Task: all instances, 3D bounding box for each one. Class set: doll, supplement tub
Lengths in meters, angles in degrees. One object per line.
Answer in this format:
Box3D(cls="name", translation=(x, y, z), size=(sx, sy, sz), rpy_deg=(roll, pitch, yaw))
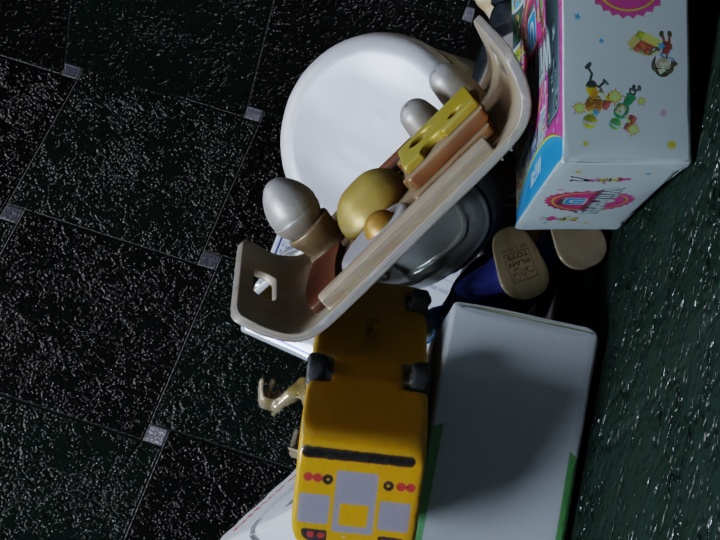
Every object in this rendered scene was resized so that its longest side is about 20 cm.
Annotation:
Box3D(cls="doll", translation=(0.084, 0.015, 0.906), size=(0.049, 0.135, 0.200), rpy_deg=(62, 165, 9))
Box3D(cls="supplement tub", translation=(0.041, -0.090, 1.047), size=(0.200, 0.143, 0.146), rpy_deg=(-3, -73, -69))

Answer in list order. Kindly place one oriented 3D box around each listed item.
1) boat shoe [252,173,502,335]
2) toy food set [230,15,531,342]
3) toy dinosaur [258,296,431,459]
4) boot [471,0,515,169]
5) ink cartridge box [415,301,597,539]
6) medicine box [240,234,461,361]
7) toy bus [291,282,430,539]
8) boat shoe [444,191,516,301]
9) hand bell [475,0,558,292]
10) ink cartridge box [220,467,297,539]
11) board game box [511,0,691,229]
Box3D(cls="boat shoe", translation=(-0.003, -0.004, 0.915), size=(0.201, 0.075, 0.086), rpy_deg=(-22, 13, 36))
Box3D(cls="toy food set", translation=(0.007, -0.057, 0.795), size=(0.200, 0.060, 0.144), rpy_deg=(-44, 14, 10))
Box3D(cls="toy dinosaur", translation=(-0.022, 0.086, 0.925), size=(0.101, 0.058, 0.201), rpy_deg=(-21, 36, 50))
Box3D(cls="boot", translation=(0.081, -0.154, 0.893), size=(0.076, 0.199, 0.170), rpy_deg=(-16, -54, -58))
Box3D(cls="ink cartridge box", translation=(0.069, 0.113, 0.843), size=(0.200, 0.083, 0.148), rpy_deg=(104, 177, -77))
Box3D(cls="medicine box", translation=(0.026, -0.006, 1.211), size=(0.202, 0.181, 0.103), rpy_deg=(-68, -13, 4))
Box3D(cls="toy bus", translation=(0.003, 0.069, 0.778), size=(0.200, 0.064, 0.079), rpy_deg=(-85, 0, -70))
Box3D(cls="boat shoe", translation=(0.087, 0.035, 1.058), size=(0.063, 0.072, 0.201), rpy_deg=(-39, -26, -49))
Box3D(cls="hand bell", translation=(0.127, -0.086, 0.972), size=(0.104, 0.103, 0.203), rpy_deg=(-79, -11, -87))
Box3D(cls="ink cartridge box", translation=(-0.001, 0.171, 1.038), size=(0.147, 0.083, 0.200), rpy_deg=(-40, 1, -32))
Box3D(cls="board game box", translation=(0.117, -0.134, 0.730), size=(0.148, 0.063, 0.203), rpy_deg=(104, 166, -79))
